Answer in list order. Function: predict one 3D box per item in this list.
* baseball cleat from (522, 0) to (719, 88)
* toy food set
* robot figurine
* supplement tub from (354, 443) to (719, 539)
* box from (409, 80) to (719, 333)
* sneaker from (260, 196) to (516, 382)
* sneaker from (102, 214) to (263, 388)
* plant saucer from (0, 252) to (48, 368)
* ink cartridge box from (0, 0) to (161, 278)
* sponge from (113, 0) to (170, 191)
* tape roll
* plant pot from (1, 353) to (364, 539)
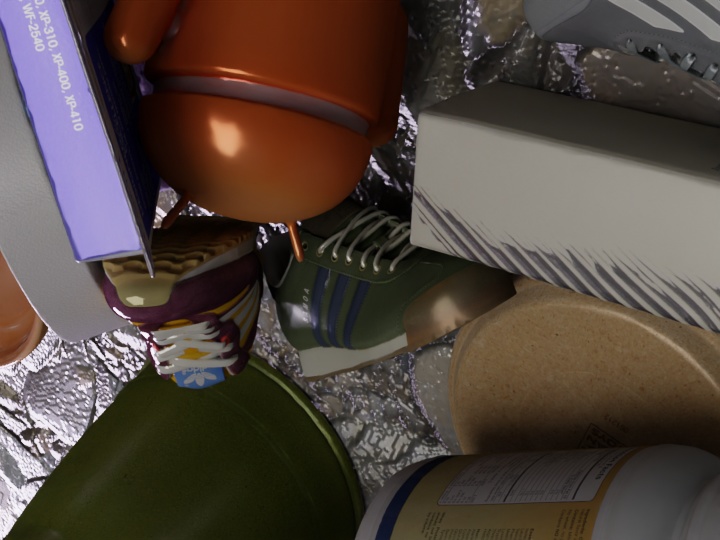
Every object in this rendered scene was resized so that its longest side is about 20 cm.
[{"bbox_3d":[0.154,-0.088,0.567,0.198,0.069,0.108,-1,89,38],"label":"baseball cleat"},{"bbox_3d":[0.134,0.080,0.713,0.198,0.049,0.200,21,126,28],"label":"toy food set"},{"bbox_3d":[-0.042,-0.111,0.652,0.115,0.144,0.203,10,87,10],"label":"robot figurine"},{"bbox_3d":[0.106,0.156,0.645,0.198,0.144,0.146,-9,110,40],"label":"supplement tub"},{"bbox_3d":[0.125,-0.029,0.627,0.198,0.082,0.069,17,116,31],"label":"box"},{"bbox_3d":[0.000,0.000,0.734,0.091,0.067,0.200,63,152,-2],"label":"sneaker"},{"bbox_3d":[-0.084,0.022,0.723,0.074,0.200,0.091,0,98,6],"label":"sneaker"},{"bbox_3d":[-0.285,-0.027,0.984,0.198,0.037,0.202,18,125,28],"label":"plant saucer"},{"bbox_3d":[-0.137,-0.111,0.635,0.043,0.200,0.200,-16,108,-3],"label":"ink cartridge box"},{"bbox_3d":[-0.177,-0.137,0.838,0.111,0.030,0.202,-8,109,40],"label":"sponge"},{"bbox_3d":[-0.166,-0.063,0.732,0.037,0.203,0.205,-17,109,0],"label":"tape roll"},{"bbox_3d":[-0.130,0.178,0.877,0.199,0.193,0.202,19,126,28],"label":"plant pot"}]
